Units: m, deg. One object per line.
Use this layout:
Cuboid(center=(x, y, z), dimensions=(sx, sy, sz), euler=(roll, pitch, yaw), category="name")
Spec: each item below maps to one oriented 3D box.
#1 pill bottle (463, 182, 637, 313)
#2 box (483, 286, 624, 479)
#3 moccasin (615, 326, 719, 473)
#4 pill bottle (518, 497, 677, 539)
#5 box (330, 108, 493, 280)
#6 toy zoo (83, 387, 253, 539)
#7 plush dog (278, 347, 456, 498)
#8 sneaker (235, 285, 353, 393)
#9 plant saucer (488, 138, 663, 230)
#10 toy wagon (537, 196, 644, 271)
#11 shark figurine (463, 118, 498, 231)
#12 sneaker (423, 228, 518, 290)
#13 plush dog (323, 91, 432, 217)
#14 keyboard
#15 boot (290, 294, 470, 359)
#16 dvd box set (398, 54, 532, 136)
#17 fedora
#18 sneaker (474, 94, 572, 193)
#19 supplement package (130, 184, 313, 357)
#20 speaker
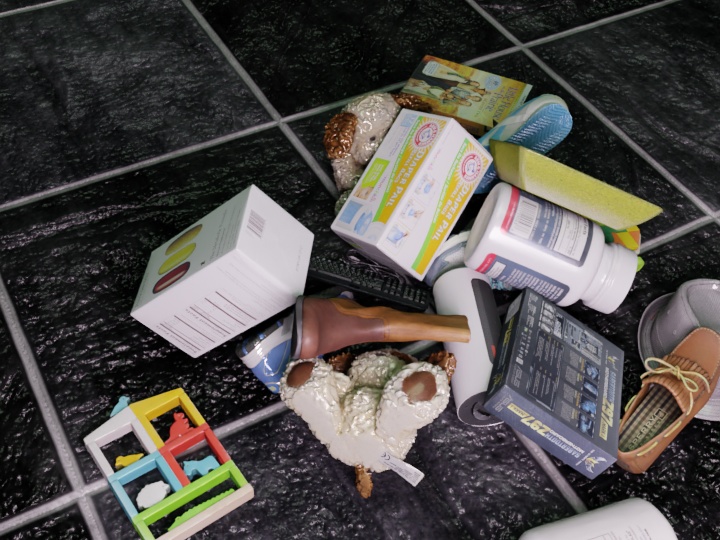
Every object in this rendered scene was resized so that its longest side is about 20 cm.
Cuboid(center=(0.246, -0.022, 1.179), dimensions=(0.199, 0.120, 0.120), euler=(23, 48, -4), category="pill bottle")
Cuboid(center=(0.237, 0.129, 1.093), dimensions=(0.157, 0.051, 0.200), euler=(33, 38, -6), category="box")
Cuboid(center=(0.365, 0.147, 1.086), dimensions=(0.201, 0.078, 0.074), euler=(-44, 58, -9), category="moccasin")
Cuboid(center=(0.220, 0.315, 0.939), dimensions=(0.199, 0.115, 0.115), euler=(-12, 50, -15), category="pill bottle")
Cuboid(center=(0.071, -0.106, 1.238), dimensions=(0.112, 0.101, 0.200), euler=(23, 80, 50), category="box")
Cuboid(center=(-0.231, 0.218, 1.059), dimensions=(0.131, 0.021, 0.200), euler=(-26, 55, -25), category="toy zoo")
Cuboid(center=(0.024, 0.154, 1.073), dimensions=(0.199, 0.161, 0.172), euler=(1, 27, 21), category="plush dog")
Cuboid(center=(-0.074, 0.083, 1.171), dimensions=(0.200, 0.076, 0.077), euler=(-37, 97, -41), category="sneaker")
Cuboid(center=(0.267, -0.109, 1.198), dimensions=(0.199, 0.048, 0.200), euler=(22, 8, -8), category="plant saucer")
Cuboid(center=(0.314, -0.059, 1.295), dimensions=(0.199, 0.040, 0.156), euler=(-6, 54, -37), category="toy wagon")
Cuboid(center=(0.234, -0.132, 1.368), dimensions=(0.128, 0.090, 0.215), euler=(12, 50, 5), category="shark figurine")
Cuboid(center=(0.183, -0.010, 1.260), dimensions=(0.199, 0.078, 0.086), euler=(-17, 54, -18), category="sneaker")
Cuboid(center=(0.015, -0.184, 1.328), dimensions=(0.200, 0.172, 0.160), euler=(-31, 58, -28), category="plush dog")
Cuboid(center=(0.000, 0.000, 1.220), dimensions=(0.199, 0.040, 0.104), euler=(18, 13, 1), category="keyboard")
Cuboid(center=(0.026, 0.074, 1.044), dimensions=(0.199, 0.188, 0.069), euler=(7, 91, 7), category="boot")
Cuboid(center=(0.177, -0.293, 1.546), dimensions=(0.199, 0.029, 0.147), euler=(20, 50, 15), category="dvd box set")
Cuboid(center=(0.457, 0.086, 1.180), dimensions=(0.176, 0.091, 0.201), euler=(6, 48, 2), category="fedora")
Cuboid(center=(0.215, -0.182, 1.327), dimensions=(0.200, 0.077, 0.081), euler=(-30, 20, 20), category="sneaker")
Cuboid(center=(-0.171, 0.006, 1.126), dimensions=(0.200, 0.109, 0.114), euler=(-29, 36, 32), category="supplement package")
Cuboid(center=(0.145, 0.096, 1.158), dimensions=(0.081, 0.081, 0.201), euler=(-2, 47, -6), category="speaker")
